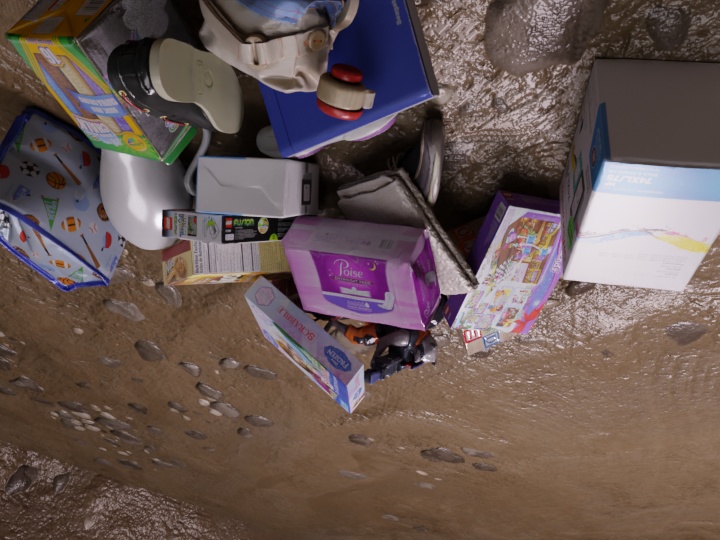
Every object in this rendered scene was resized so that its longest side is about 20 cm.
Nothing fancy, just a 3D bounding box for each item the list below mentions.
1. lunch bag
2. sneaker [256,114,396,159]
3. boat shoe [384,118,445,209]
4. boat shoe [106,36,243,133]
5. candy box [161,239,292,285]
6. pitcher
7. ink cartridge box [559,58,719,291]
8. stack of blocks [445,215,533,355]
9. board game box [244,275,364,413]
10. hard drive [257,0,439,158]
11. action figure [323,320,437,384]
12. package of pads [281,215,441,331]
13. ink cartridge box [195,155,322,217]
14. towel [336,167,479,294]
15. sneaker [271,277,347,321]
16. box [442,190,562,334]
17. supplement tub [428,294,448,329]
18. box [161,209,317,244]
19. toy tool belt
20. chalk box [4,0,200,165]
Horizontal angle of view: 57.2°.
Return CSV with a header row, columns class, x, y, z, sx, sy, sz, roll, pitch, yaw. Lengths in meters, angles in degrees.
class,x,y,z,sx,sy,sz,roll,pitch,yaw
lunch bag,-0.424,-0.097,0.919,0.121,0.174,0.201,-9,143,26
sneaker,-0.050,-0.195,0.780,0.195,0.075,0.102,-10,118,32
boat shoe,0.062,-0.111,0.846,0.071,0.076,0.202,10,145,0
boat shoe,-0.178,-0.187,0.676,0.061,0.076,0.201,2,-178,15
candy box,-0.178,-0.014,0.971,0.196,0.057,0.114,-3,174,-37
pitcher,-0.270,-0.130,0.883,0.166,0.123,0.204,1,133,4
ink cartridge box,0.310,-0.099,0.727,0.141,0.150,0.202,5,145,7
stack of blocks,0.184,0.021,0.973,0.112,0.059,0.203,-22,132,-1
board game box,-0.079,0.118,0.998,0.198,0.041,0.201,39,163,16
hard drive,-0.024,-0.214,0.694,0.196,0.025,0.136,-14,96,33
action figure,0.036,0.106,1.066,0.189,0.108,0.199,19,-166,18
package of pads,0.000,0.000,0.845,0.195,0.076,0.123,8,133,29
ink cartridge box,-0.121,-0.109,0.854,0.112,0.069,0.200,4,-172,9
towel,0.058,-0.040,0.859,0.131,0.035,0.201,-8,127,52
sneaker,-0.075,0.040,1.062,0.197,0.083,0.074,20,-173,43
box,0.208,-0.004,0.894,0.133,0.040,0.204,6,125,-23
supplement tub,0.049,0.012,0.998,0.198,0.109,0.106,34,140,-31
box,-0.156,-0.061,0.888,0.107,0.036,0.198,8,-171,31
toy tool belt,-0.064,-0.240,0.622,0.198,0.124,0.126,33,123,25
chalk box,-0.251,-0.209,0.723,0.121,0.126,0.202,15,150,29
